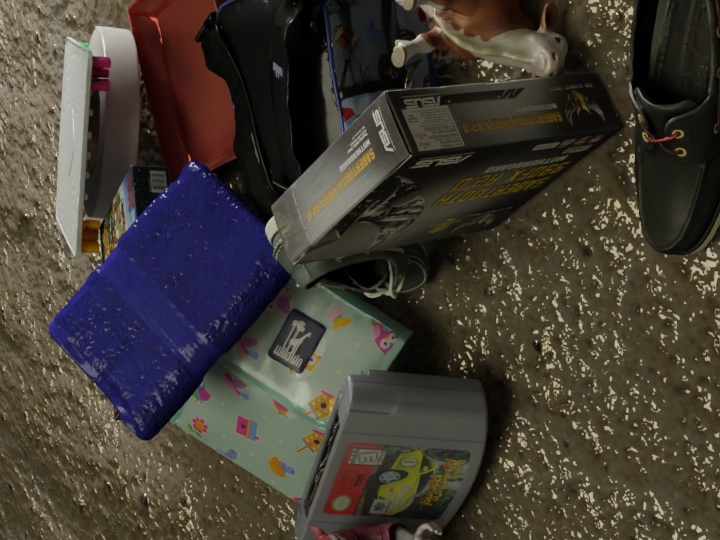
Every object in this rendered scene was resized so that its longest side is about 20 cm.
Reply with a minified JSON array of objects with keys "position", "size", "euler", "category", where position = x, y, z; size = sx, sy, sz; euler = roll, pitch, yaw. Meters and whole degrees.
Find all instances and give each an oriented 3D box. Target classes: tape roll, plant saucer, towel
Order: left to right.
[{"position":[-0.268,-0.157,1.290],"size":[0.203,0.037,0.204],"euler":[-178,90,-70],"category":"tape roll"},{"position":[-0.154,0.024,1.009],"size":[0.148,0.050,0.200],"euler":[44,96,25],"category":"towel"},{"position":[-0.160,-0.197,1.198],"size":[0.200,0.037,0.201],"euler":[-15,89,58],"category":"plant saucer"}]

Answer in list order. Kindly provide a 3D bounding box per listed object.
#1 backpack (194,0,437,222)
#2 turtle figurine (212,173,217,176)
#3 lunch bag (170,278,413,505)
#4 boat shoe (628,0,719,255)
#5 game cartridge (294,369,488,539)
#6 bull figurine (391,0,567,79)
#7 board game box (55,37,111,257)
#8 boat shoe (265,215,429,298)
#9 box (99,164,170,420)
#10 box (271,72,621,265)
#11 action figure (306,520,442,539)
[{"position":[-0.029,-0.133,0.976],"size":[0.200,0.153,0.192],"euler":[5,100,60],"category":"backpack"},{"position":[-0.138,-0.003,1.221],"size":[0.161,0.064,0.201],"euler":[5,113,58],"category":"turtle figurine"},{"position":[-0.058,0.086,1.067],"size":[0.170,0.122,0.201],"euler":[31,128,10],"category":"lunch bag"},{"position":[0.200,-0.104,0.771],"size":[0.073,0.063,0.203],"euler":[23,120,43],"category":"boat shoe"},{"position":[0.029,0.164,1.008],"size":[0.041,0.132,0.201],"euler":[-105,24,-45],"category":"game cartridge"},{"position":[0.065,-0.201,0.870],"size":[0.201,0.121,0.065],"euler":[61,141,27],"category":"bull figurine"},{"position":[-0.288,-0.132,1.253],"size":[0.200,0.026,0.201],"euler":[-143,57,-66],"category":"board game box"},{"position":[0.000,0.000,0.946],"size":[0.073,0.200,0.062],"euler":[-36,63,20],"category":"boat shoe"},{"position":[-0.203,0.023,1.122],"size":[0.137,0.037,0.201],"euler":[136,130,-56],"category":"box"},{"position":[0.059,-0.071,0.843],"size":[0.158,0.199,0.049],"euler":[-40,67,48],"category":"box"},{"position":[0.018,0.260,1.028],"size":[0.200,0.134,0.149],"euler":[42,175,-28],"category":"action figure"}]
